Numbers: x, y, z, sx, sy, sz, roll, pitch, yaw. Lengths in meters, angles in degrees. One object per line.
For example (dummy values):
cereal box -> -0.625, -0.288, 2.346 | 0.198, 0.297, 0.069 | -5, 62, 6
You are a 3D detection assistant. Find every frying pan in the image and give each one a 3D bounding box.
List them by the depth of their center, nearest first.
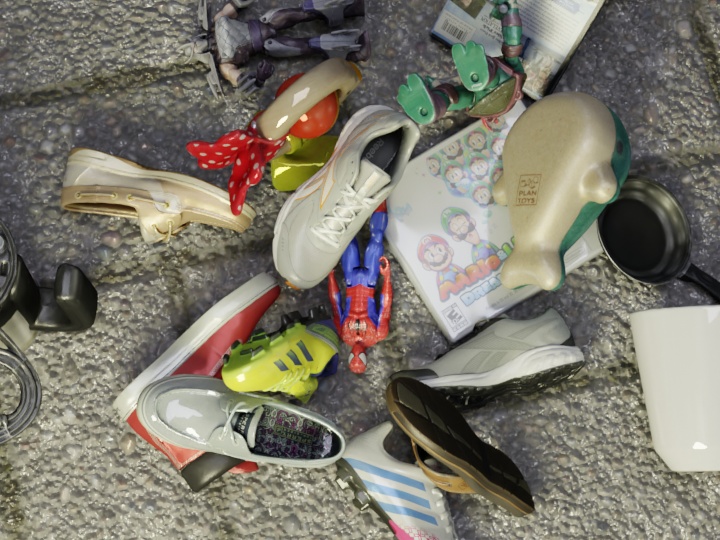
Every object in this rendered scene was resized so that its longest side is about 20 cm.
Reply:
frying pan -> 0.316, -0.028, 1.628 | 0.188, 0.031, 0.116 | 20, 66, -20

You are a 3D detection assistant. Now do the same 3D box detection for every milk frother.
milk frother -> -0.352, 0.065, 1.482 | 0.179, 0.188, 0.202 | 22, 76, 3

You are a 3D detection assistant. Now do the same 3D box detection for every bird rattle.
bird rattle -> -0.075, -0.147, 1.549 | 0.163, 0.200, 0.113 | -46, 75, 19

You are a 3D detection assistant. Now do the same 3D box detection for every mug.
mug -> 0.355, 0.114, 1.542 | 0.184, 0.149, 0.155 | -2, 84, 3

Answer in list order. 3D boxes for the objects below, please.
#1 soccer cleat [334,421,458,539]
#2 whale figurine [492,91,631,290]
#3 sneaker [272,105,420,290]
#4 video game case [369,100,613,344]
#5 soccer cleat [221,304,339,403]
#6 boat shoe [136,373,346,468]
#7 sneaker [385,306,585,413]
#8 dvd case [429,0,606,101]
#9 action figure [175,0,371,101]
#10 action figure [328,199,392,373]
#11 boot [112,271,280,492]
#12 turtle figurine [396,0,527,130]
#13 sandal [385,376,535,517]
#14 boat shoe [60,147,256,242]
soccer cleat -> 0.061, 0.232, 1.528 | 0.086, 0.070, 0.200 | -39, 81, -13
whale figurine -> 0.199, -0.071, 1.567 | 0.103, 0.158, 0.202 | 23, 74, -39
sneaker -> -0.013, -0.072, 1.516 | 0.075, 0.092, 0.201 | 32, 83, -19
video game case -> 0.126, -0.052, 1.626 | 0.199, 0.024, 0.183 | -31, 80, -10
soccer cleat -> -0.066, 0.089, 1.499 | 0.064, 0.200, 0.085 | -14, 95, 22
boat shoe -> -0.106, 0.139, 1.484 | 0.199, 0.071, 0.071 | 14, 81, -17
sneaker -> 0.117, 0.089, 1.572 | 0.198, 0.074, 0.080 | -13, 68, -13
dvd case -> 0.173, -0.284, 1.619 | 0.142, 0.201, 0.018 | 31, 31, 3
action figure -> -0.092, -0.243, 1.639 | 0.198, 0.069, 0.132 | -10, 82, -3
action figure -> 0.000, 0.000, 1.585 | 0.065, 0.052, 0.202 | 0, 86, 5
boot -> -0.120, 0.111, 1.552 | 0.144, 0.072, 0.200 | 44, 79, 1
turtle figurine -> 0.116, -0.195, 1.564 | 0.101, 0.200, 0.150 | 42, 116, 7
sandal -> 0.088, 0.177, 1.518 | 0.054, 0.200, 0.082 | -37, 34, 21
boat shoe -> -0.203, -0.062, 1.587 | 0.198, 0.074, 0.070 | 15, 78, 10
